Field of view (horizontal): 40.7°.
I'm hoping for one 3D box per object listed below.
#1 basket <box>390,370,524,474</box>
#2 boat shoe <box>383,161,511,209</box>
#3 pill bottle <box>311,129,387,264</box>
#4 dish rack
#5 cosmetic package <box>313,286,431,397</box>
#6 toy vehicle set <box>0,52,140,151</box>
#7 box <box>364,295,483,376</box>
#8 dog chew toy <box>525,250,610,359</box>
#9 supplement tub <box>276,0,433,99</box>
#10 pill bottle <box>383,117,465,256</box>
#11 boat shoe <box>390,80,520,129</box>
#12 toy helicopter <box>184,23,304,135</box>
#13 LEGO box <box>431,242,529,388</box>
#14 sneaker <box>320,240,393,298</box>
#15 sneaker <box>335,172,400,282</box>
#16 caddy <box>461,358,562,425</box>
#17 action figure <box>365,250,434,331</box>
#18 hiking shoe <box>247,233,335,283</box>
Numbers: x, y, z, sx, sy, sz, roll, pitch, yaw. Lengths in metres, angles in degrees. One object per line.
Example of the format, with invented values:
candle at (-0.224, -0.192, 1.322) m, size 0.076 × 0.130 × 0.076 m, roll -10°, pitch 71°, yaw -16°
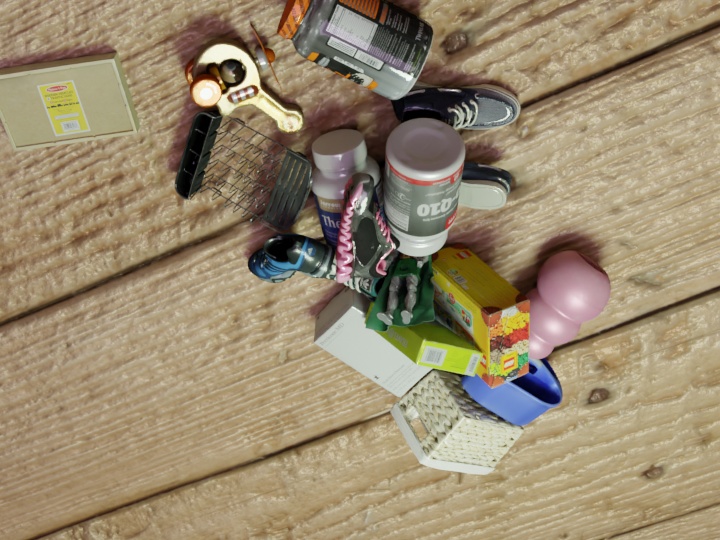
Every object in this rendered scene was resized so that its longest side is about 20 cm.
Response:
basket at (0.178, 0.271, 1.746) m, size 0.200 × 0.136 × 0.123 m, roll 19°, pitch 118°, yaw -43°
boat shoe at (0.138, -0.147, 1.529) m, size 0.199 × 0.062 × 0.075 m, roll 7°, pitch 139°, yaw 18°
pill bottle at (-0.016, -0.113, 1.523) m, size 0.110 × 0.111 × 0.201 m, roll -9°, pitch 124°, yaw 5°
dish rack at (-0.176, -0.147, 1.499) m, size 0.199 × 0.055 × 0.154 m, roll 29°, pitch 123°, yaw 7°
cosmetic package at (0.027, 0.121, 1.703) m, size 0.200 × 0.081 × 0.113 m, roll 32°, pitch 120°, yaw -22°
toy vehicle set at (-0.448, -0.254, 1.470) m, size 0.199 × 0.027 × 0.125 m, roll -7°, pitch 124°, yaw 4°
box at (0.094, 0.104, 1.579) m, size 0.122 × 0.200 × 0.048 m, roll 14°, pitch 101°, yaw -31°
dog chew toy at (0.327, 0.065, 1.633) m, size 0.124 × 0.125 × 0.200 m, roll 30°, pitch 108°, yaw -20°
supplement tub at (-0.009, -0.333, 1.367) m, size 0.199 × 0.123 × 0.123 m, roll 23°, pitch 121°, yaw -15°
pill bottle at (0.091, -0.118, 1.442) m, size 0.113 × 0.114 × 0.200 m, roll -1°, pitch 144°, yaw -1°
boat shoe at (0.145, -0.233, 1.456) m, size 0.199 × 0.093 × 0.075 m, roll 3°, pitch 124°, yaw -3°
toy helicopter at (-0.156, -0.275, 1.448) m, size 0.200 × 0.079 × 0.132 m, roll 34°, pitch 109°, yaw -34°
LEGO box at (0.188, 0.071, 1.593) m, size 0.077 × 0.200 × 0.149 m, roll -20°, pitch 127°, yaw -20°
sneaker at (0.000, 0.000, 1.619) m, size 0.199 × 0.080 × 0.072 m, roll 6°, pitch 124°, yaw -5°
sneaker at (0.015, -0.061, 1.447) m, size 0.095 × 0.079 × 0.201 m, roll 7°, pitch 135°, yaw -1°
caddy at (0.268, 0.179, 1.713) m, size 0.200 × 0.142 × 0.105 m, roll 32°, pitch 123°, yaw -21°
action figure at (0.075, 0.001, 1.557) m, size 0.118 × 0.201 × 0.055 m, roll -5°, pitch 137°, yaw 23°
hiking shoe at (-0.127, -0.030, 1.560) m, size 0.087 × 0.075 × 0.200 m, roll 32°, pitch 155°, yaw -35°
